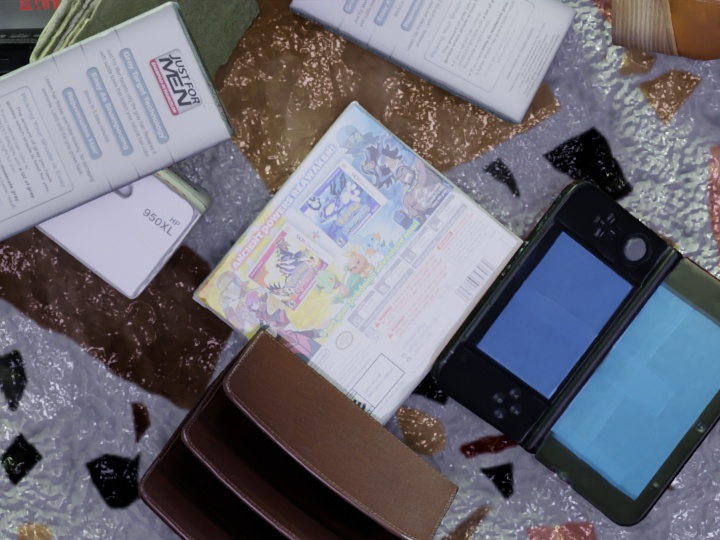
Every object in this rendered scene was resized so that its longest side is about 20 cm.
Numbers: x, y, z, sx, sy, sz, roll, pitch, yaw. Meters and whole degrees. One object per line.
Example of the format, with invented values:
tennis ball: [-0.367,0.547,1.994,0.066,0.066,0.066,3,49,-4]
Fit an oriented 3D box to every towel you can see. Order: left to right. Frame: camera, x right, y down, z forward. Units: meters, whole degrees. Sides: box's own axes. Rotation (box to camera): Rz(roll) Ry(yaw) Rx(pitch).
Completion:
towel: [-0.158,-0.182,1.550,0.036,0.200,0.148,36,93,28]

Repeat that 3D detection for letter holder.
letter holder: [-0.049,0.170,1.583,0.200,0.142,0.101,39,129,-4]

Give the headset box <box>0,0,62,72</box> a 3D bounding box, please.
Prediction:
headset box: [-0.285,-0.240,1.537,0.148,0.075,0.200,-5,79,-35]

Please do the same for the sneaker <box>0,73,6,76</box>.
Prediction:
sneaker: [-0.338,-0.187,1.604,0.086,0.080,0.200,-27,92,18]

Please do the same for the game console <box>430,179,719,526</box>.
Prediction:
game console: [0.186,0.063,1.602,0.172,0.119,0.200,36,93,-29]

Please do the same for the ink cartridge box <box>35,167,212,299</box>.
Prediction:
ink cartridge box: [-0.193,-0.060,1.545,0.145,0.200,0.084,37,92,-4]

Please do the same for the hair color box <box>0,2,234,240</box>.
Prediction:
hair color box: [-0.196,-0.096,1.404,0.200,0.061,0.099,-24,96,3]

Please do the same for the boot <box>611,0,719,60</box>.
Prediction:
boot: [0.271,-0.255,1.578,0.154,0.074,0.200,4,123,13]

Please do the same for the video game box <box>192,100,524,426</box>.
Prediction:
video game box: [0.000,0.000,1.634,0.182,0.047,0.200,40,92,-7]

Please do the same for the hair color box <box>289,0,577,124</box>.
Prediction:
hair color box: [0.055,-0.201,1.611,0.200,0.061,0.099,27,93,-4]
